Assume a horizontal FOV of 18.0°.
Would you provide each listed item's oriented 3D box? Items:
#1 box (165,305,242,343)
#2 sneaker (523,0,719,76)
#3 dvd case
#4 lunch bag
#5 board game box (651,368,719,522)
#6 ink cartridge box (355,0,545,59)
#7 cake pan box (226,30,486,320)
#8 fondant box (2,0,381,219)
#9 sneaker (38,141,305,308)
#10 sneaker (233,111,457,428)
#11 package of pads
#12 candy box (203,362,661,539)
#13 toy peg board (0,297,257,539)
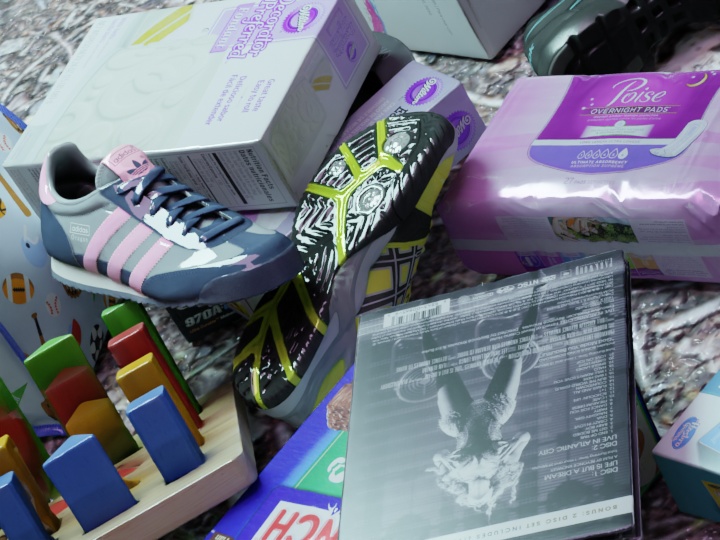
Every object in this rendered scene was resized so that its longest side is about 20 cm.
[{"bbox_3d":[-0.062,-0.055,1.494,0.159,0.046,0.200,-25,34,7],"label":"box"},{"bbox_3d":[0.189,-0.184,1.447,0.200,0.075,0.079,-31,31,-1],"label":"sneaker"},{"bbox_3d":[0.064,0.074,1.118,0.148,0.016,0.200,-14,36,16],"label":"dvd case"},{"bbox_3d":[-0.255,-0.010,1.443,0.124,0.200,0.170,-15,37,21],"label":"lunch bag"},{"bbox_3d":[0.262,0.072,1.078,0.200,0.047,0.151,15,54,47],"label":"board game box"},{"bbox_3d":[0.050,-0.230,1.605,0.200,0.085,0.145,12,52,47],"label":"ink cartridge box"},{"bbox_3d":[-0.043,-0.068,1.410,0.200,0.052,0.184,-41,39,-13],"label":"cake pan box"},{"bbox_3d":[-0.104,-0.101,1.403,0.200,0.058,0.144,-3,45,32],"label":"fondant box"},{"bbox_3d":[-0.117,-0.029,1.296,0.200,0.082,0.070,6,26,41],"label":"sneaker"},{"bbox_3d":[0.000,0.000,1.304,0.075,0.076,0.200,21,78,47],"label":"sneaker"},{"bbox_3d":[0.154,-0.056,1.302,0.200,0.076,0.121,1,48,39],"label":"package of pads"},{"bbox_3d":[0.031,0.126,1.157,0.169,0.077,0.200,13,53,45],"label":"candy box"},{"bbox_3d":[-0.170,0.103,1.258,0.200,0.098,0.199,-30,9,0],"label":"toy peg board"}]
